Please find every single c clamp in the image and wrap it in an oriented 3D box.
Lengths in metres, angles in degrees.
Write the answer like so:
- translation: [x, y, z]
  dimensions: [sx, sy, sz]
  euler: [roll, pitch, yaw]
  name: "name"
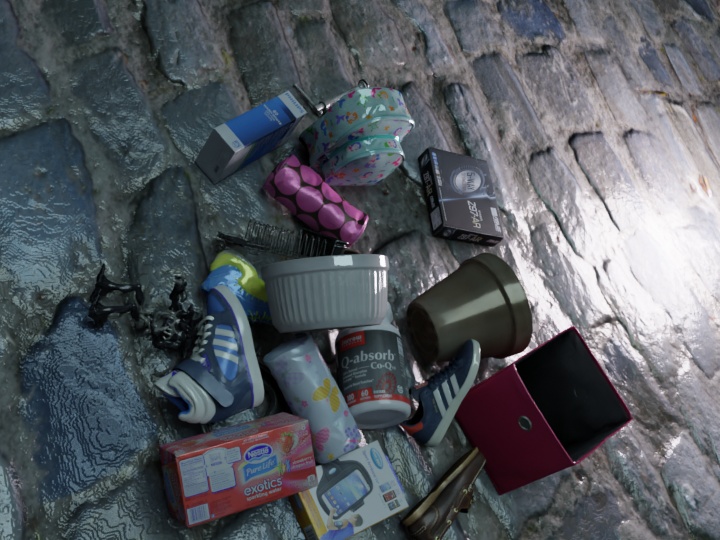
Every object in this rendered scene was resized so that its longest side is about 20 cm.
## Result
- translation: [-0.190, 0.198, 1.297]
  dimensions: [0.171, 0.027, 0.200]
  euler: [43, 47, -20]
  name: "c clamp"
- translation: [-0.020, -0.349, 1.758]
  dimensions: [0.200, 0.027, 0.171]
  euler: [-28, 80, -41]
  name: "c clamp"

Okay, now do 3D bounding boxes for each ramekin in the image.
- translation: [-0.051, 0.039, 1.300]
  dimensions: [0.200, 0.200, 0.105]
  euler: [-2, 84, -34]
  name: "ramekin"

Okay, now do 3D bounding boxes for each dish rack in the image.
- translation: [-0.137, -0.050, 1.422]
  dimensions: [0.200, 0.153, 0.055]
  euler: [11, 93, -28]
  name: "dish rack"

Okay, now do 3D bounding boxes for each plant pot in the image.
- translation: [0.185, 0.085, 1.538]
  dimensions: [0.173, 0.200, 0.200]
  euler: [-17, 72, -21]
  name: "plant pot"

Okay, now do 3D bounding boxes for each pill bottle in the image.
- translation: [0.016, 0.156, 1.413]
  dimensions: [0.116, 0.116, 0.200]
  euler: [9, 58, -29]
  name: "pill bottle"

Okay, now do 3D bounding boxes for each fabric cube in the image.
- translation: [0.315, 0.250, 1.497]
  dimensions: [0.200, 0.199, 0.196]
  euler: [-21, 77, -40]
  name: "fabric cube"

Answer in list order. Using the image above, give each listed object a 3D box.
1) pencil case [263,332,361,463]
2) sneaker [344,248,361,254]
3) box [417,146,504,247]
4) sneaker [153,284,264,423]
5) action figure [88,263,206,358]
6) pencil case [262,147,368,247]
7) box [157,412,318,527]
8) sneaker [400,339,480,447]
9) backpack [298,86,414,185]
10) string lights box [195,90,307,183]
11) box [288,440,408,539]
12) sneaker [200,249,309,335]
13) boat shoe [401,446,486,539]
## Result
- translation: [-0.076, 0.201, 1.314]
  dimensions: [0.083, 0.091, 0.200]
  euler: [-32, 96, -44]
  name: "pencil case"
- translation: [0.000, 0.000, 1.467]
  dimensions: [0.075, 0.071, 0.200]
  euler: [15, 13, -31]
  name: "sneaker"
- translation: [0.213, -0.155, 1.781]
  dimensions: [0.160, 0.044, 0.200]
  euler: [9, 58, -28]
  name: "box"
- translation: [-0.235, 0.124, 1.223]
  dimensions: [0.146, 0.081, 0.200]
  euler: [-11, 73, -31]
  name: "sneaker"
- translation: [-0.304, 0.061, 1.272]
  dimensions: [0.200, 0.102, 0.119]
  euler: [19, 42, -21]
  name: "action figure"
- translation: [-0.077, -0.129, 1.549]
  dimensions: [0.200, 0.091, 0.094]
  euler: [41, 32, -8]
  name: "pencil case"
- translation: [-0.173, 0.276, 1.191]
  dimensions: [0.200, 0.095, 0.103]
  euler: [-11, 95, -29]
  name: "box"
- translation: [0.134, 0.200, 1.441]
  dimensions: [0.084, 0.075, 0.200]
  euler: [27, 88, -5]
  name: "sneaker"
- translation: [0.002, -0.253, 1.589]
  dimensions: [0.177, 0.200, 0.151]
  euler: [-5, 62, -42]
  name: "backpack"
- translation: [-0.196, -0.243, 1.526]
  dimensions: [0.059, 0.103, 0.200]
  euler: [48, 48, 2]
  name: "string lights box"
- translation: [-0.013, 0.350, 1.326]
  dimensions: [0.200, 0.041, 0.119]
  euler: [-16, 72, -36]
  name: "box"
- translation: [-0.180, 0.063, 1.384]
  dimensions: [0.200, 0.076, 0.105]
  euler: [41, 67, -5]
  name: "sneaker"
- translation: [0.151, 0.378, 1.397]
  dimensions: [0.070, 0.070, 0.200]
  euler: [45, 56, 8]
  name: "boat shoe"
